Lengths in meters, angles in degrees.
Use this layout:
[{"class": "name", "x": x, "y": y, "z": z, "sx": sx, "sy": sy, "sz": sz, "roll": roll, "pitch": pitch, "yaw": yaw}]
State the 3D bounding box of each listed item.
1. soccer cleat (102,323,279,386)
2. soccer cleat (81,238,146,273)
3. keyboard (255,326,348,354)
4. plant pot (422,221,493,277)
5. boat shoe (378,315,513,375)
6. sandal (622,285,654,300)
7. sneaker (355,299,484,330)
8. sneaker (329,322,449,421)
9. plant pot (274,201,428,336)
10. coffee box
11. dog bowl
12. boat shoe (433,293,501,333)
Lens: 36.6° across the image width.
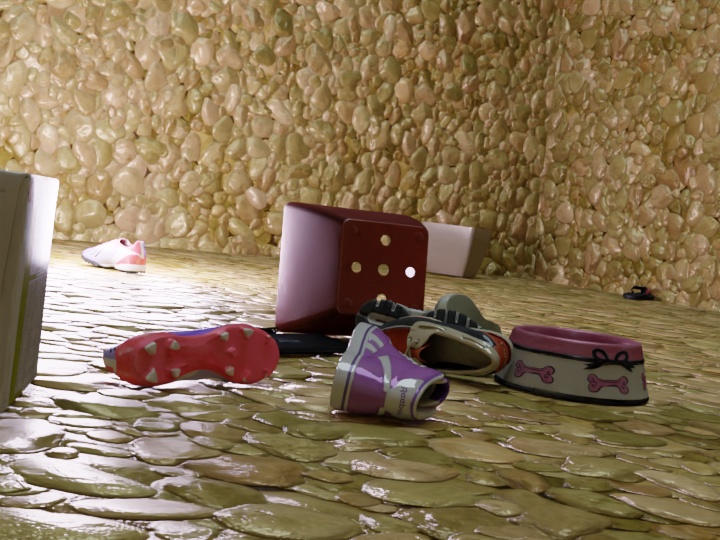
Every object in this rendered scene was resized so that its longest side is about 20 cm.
[{"class": "soccer cleat", "x": -0.172, "y": 0.088, "z": 1.141, "sx": 0.076, "sy": 0.067, "sz": 0.200, "roll": 4, "pitch": 3, "yaw": 43}, {"class": "soccer cleat", "x": -0.551, "y": -0.040, "z": 2.444, "sx": 0.200, "sy": 0.073, "sz": 0.068, "roll": 10, "pitch": 5, "yaw": 40}, {"class": "keyboard", "x": -0.114, "y": 0.097, "z": 1.472, "sx": 0.200, "sy": 0.021, "sz": 0.127, "roll": 5, "pitch": 10, "yaw": -45}, {"class": "plant pot", "x": 0.334, "y": -0.071, "z": 3.852, "sx": 0.200, "sy": 0.177, "sz": 0.200, "roll": 9, "pitch": 3, "yaw": 27}, {"class": "boat shoe", "x": 0.094, "y": 0.101, "z": 1.395, "sx": 0.200, "sy": 0.071, "sz": 0.063, "roll": 5, "pitch": 14, "yaw": 29}, {"class": "sandal", "x": 0.962, "y": 0.076, "z": 3.751, "sx": 0.075, "sy": 0.045, "sz": 0.200, "roll": 9, "pitch": 4, "yaw": 31}, {"class": "sneaker", "x": 0.096, "y": 0.094, "z": 1.493, "sx": 0.200, "sy": 0.078, "sz": 0.090, "roll": 19, "pitch": -16, "yaw": 18}, {"class": "sneaker", "x": 0.036, "y": 0.113, "z": 1.136, "sx": 0.114, "sy": 0.073, "sz": 0.200, "roll": 11, "pitch": 14, "yaw": 4}, {"class": "plant pot", "x": 0.000, "y": 0.000, "z": 1.615, "sx": 0.200, "sy": 0.200, "sz": 0.176, "roll": 5, "pitch": -3, "yaw": -21}, {"class": "coffee box", "x": -0.386, "y": 0.003, "z": 0.954, "sx": 0.199, "sy": 0.200, "sz": 0.198, "roll": 7, "pitch": 3, "yaw": -9}, {"class": "dog bowl", "x": 0.277, "y": 0.119, "z": 1.414, "sx": 0.200, "sy": 0.074, "sz": 0.200, "roll": 6, "pitch": 3, "yaw": 0}, {"class": "boat shoe", "x": 0.143, "y": 0.087, "z": 1.593, "sx": 0.071, "sy": 0.070, "sz": 0.201, "roll": -2, "pitch": -20, "yaw": 29}]
